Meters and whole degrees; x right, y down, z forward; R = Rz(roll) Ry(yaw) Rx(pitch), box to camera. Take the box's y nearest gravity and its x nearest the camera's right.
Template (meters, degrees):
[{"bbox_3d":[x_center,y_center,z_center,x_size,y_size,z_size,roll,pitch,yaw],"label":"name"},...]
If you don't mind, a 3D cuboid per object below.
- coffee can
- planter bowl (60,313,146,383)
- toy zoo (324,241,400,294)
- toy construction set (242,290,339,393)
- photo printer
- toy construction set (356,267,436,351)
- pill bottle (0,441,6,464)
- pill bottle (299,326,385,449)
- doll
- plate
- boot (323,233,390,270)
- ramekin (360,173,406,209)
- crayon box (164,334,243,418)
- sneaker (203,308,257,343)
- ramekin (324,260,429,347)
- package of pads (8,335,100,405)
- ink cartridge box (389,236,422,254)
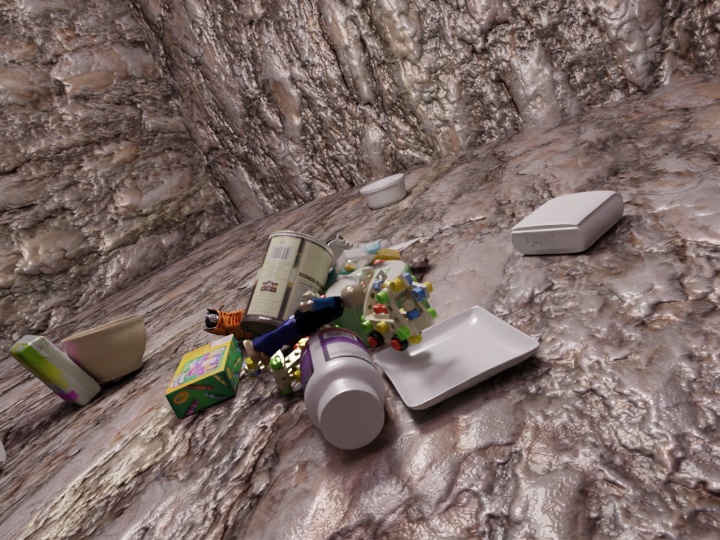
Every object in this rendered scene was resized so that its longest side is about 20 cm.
[{"bbox_3d":[-0.148,0.040,1.073,0.146,0.146,0.200,-7,59,42],"label":"coffee can"},{"bbox_3d":[-0.647,0.208,1.347,0.200,0.135,0.200,-17,6,2],"label":"planter bowl"},{"bbox_3d":[0.000,0.000,1.128,0.131,0.020,0.200,-1,-29,-28],"label":"toy zoo"},{"bbox_3d":[-0.108,0.134,0.928,0.131,0.092,0.200,21,62,42],"label":"toy construction set"},{"bbox_3d":[0.435,-0.105,1.077,0.200,0.070,0.166,-32,19,-32],"label":"photo printer"},{"bbox_3d":[0.045,0.057,0.836,0.092,0.131,0.200,-27,14,-17],"label":"toy construction set"},{"bbox_3d":[-0.828,0.400,1.025,0.200,0.112,0.112,-28,17,-22],"label":"pill bottle"},{"bbox_3d":[-0.027,0.162,0.735,0.111,0.112,0.200,-23,16,-4],"label":"pill bottle"},{"bbox_3d":[-0.083,0.081,0.828,0.200,0.049,0.136,-32,-19,1],"label":"doll"},{"bbox_3d":[0.135,0.130,0.773,0.199,0.032,0.200,-24,15,-8],"label":"plate"},{"bbox_3d":[-0.028,-0.051,1.268,0.200,0.096,0.074,-30,7,-17],"label":"boot"},{"bbox_3d":[0.108,-0.340,2.252,0.202,0.094,0.202,-21,15,6],"label":"ramekin"},{"bbox_3d":[-0.312,0.209,1.061,0.119,0.058,0.200,-23,16,-2],"label":"crayon box"},{"bbox_3d":[-0.291,0.118,1.173,0.112,0.078,0.200,16,-29,-27],"label":"sneaker"},{"bbox_3d":[0.026,0.060,1.027,0.200,0.098,0.200,-21,16,6],"label":"ramekin"},{"bbox_3d":[-0.755,0.243,1.280,0.154,0.200,0.068,-6,37,46],"label":"package of pads"},{"bbox_3d":[0.048,-0.012,1.276,0.161,0.050,0.200,-33,10,-35],"label":"ink cartridge box"}]
